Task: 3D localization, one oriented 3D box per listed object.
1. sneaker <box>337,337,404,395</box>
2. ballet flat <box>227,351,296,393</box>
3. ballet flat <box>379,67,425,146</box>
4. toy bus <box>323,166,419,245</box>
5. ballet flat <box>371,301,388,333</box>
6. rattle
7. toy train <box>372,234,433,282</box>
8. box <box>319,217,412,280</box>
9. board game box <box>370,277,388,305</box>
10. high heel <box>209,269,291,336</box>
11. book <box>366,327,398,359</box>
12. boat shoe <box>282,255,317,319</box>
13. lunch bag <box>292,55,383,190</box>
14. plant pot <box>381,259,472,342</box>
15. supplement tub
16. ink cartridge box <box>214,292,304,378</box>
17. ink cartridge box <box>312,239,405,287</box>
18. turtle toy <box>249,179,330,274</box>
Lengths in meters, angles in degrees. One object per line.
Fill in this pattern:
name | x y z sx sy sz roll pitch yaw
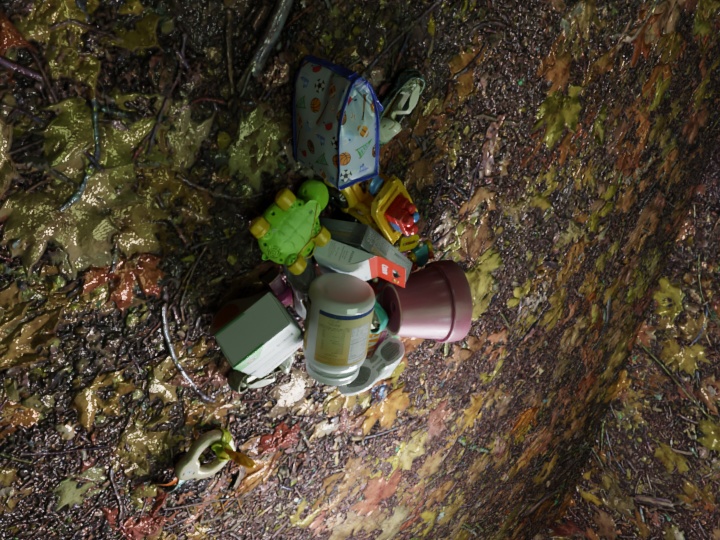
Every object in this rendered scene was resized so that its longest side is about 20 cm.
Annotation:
sneaker | 0.034 0.260 1.580 0.197 0.079 0.100 -32 151 -8
ballet flat | -0.210 0.226 1.435 0.197 0.075 0.069 -28 132 -27
ballet flat | 0.072 -0.335 1.325 0.073 0.074 0.203 21 102 -47
toy bus | 0.040 -0.151 1.317 0.136 0.190 0.201 -50 137 -13
ballet flat | -0.002 0.071 1.469 0.201 0.066 0.071 52 36 -20
rattle | -0.355 0.472 1.425 0.198 0.143 0.132 -33 154 -29
toy train | 0.099 -0.035 1.561 0.198 0.056 0.152 17 109 -49
box | 0.003 -0.046 1.385 0.199 0.156 0.049 36 72 -49
board game box | 0.017 0.135 1.609 0.200 0.040 0.154 -43 137 -12
high heel | -0.232 0.091 1.338 0.200 0.067 0.097 -46 138 -23
book | 0.016 0.180 1.579 0.197 0.048 0.136 -6 126 -41
boat shoe | -0.118 0.042 1.388 0.074 0.086 0.206 -26 132 -26
lunch bag | -0.045 -0.287 1.172 0.122 0.169 0.204 -26 131 -30
plant pot | 0.153 0.084 1.531 0.174 0.201 0.204 -7 123 -19
supplement tub | -0.049 0.125 1.319 0.142 0.144 0.205 -13 125 -35
ink cartridge box | -0.203 0.142 1.311 0.145 0.085 0.200 -38 164 -5
ink cartridge box | 0.000 0.000 1.349 0.160 0.196 0.048 79 34 -74
turtle toy | -0.135 -0.099 1.265 0.201 0.101 0.146 -48 114 -8
